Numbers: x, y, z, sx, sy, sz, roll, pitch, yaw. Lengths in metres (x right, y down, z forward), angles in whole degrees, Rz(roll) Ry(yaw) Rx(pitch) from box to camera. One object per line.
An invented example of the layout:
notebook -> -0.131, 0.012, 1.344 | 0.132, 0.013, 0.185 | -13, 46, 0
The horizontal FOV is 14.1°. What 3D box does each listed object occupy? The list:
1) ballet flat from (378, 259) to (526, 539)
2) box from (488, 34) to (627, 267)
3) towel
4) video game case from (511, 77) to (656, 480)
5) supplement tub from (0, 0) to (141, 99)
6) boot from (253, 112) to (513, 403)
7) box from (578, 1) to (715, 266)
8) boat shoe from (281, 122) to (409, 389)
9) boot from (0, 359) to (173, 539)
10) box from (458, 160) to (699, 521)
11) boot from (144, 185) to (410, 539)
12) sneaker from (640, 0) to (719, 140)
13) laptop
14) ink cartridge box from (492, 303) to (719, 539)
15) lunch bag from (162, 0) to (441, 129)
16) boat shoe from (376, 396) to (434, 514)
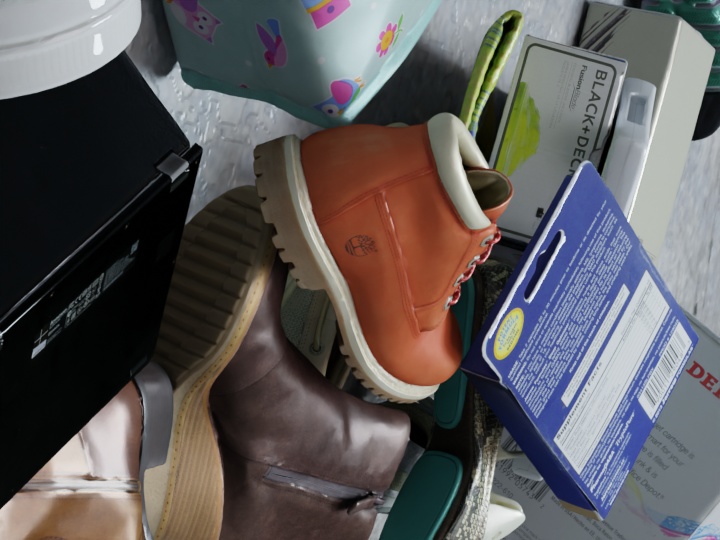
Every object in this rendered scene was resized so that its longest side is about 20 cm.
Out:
ballet flat -> 0.064, 0.096, 1.572 | 0.075, 0.068, 0.201 | 15, 88, -24
box -> 0.104, -0.058, 1.680 | 0.200, 0.060, 0.117 | 79, 27, -85
towel -> 0.058, -0.053, 1.627 | 0.200, 0.023, 0.144 | 99, 8, -74
video game case -> 0.130, 0.001, 1.671 | 0.182, 0.023, 0.201 | -62, 169, -74
supplement tub -> -0.152, -0.179, 1.090 | 0.132, 0.131, 0.201 | -44, 139, -49
boot -> 0.031, -0.005, 1.404 | 0.200, 0.107, 0.075 | 59, 17, -54
box -> 0.163, -0.064, 1.871 | 0.082, 0.068, 0.201 | 29, 76, -64
boat shoe -> 0.000, 0.000, 1.568 | 0.200, 0.065, 0.072 | -55, 148, -38
boot -> -0.153, 0.135, 1.315 | 0.200, 0.068, 0.189 | -10, 111, -62
box -> 0.113, 0.035, 1.535 | 0.121, 0.032, 0.200 | -60, 146, -17
boot -> -0.040, 0.059, 1.460 | 0.166, 0.072, 0.201 | 10, 108, -43
sneaker -> 0.224, -0.186, 1.938 | 0.088, 0.074, 0.201 | -55, 147, -47
laptop -> -0.165, -0.013, 1.236 | 0.187, 0.116, 0.201 | -46, 158, -47
ink cartridge box -> 0.164, 0.123, 1.797 | 0.200, 0.144, 0.085 | -50, 153, 3
lunch bag -> -0.011, -0.198, 1.387 | 0.200, 0.122, 0.171 | -51, 144, -33
boat shoe -> 0.015, 0.096, 1.631 | 0.202, 0.074, 0.065 | 7, 112, -58
